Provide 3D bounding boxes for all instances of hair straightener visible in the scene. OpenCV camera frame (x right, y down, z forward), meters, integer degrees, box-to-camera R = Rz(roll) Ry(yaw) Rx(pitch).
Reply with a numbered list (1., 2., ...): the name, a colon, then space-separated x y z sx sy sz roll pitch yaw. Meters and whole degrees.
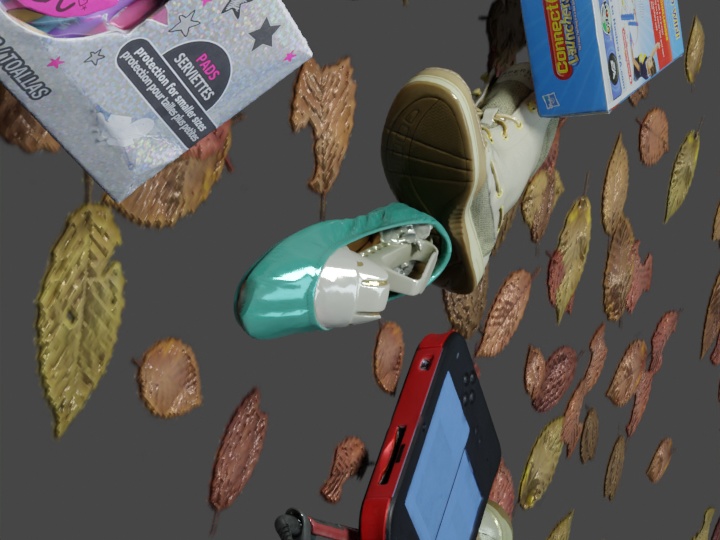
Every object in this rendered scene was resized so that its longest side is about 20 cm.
1. hair straightener: -0.023 0.214 1.148 0.200 0.040 0.078 37 71 -65

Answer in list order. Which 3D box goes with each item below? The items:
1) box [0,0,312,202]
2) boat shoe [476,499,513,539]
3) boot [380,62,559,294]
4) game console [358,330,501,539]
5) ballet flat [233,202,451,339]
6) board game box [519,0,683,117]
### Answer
1. box: -0.121 -0.146 0.658 0.114 0.133 0.200 -37 146 1
2. boat shoe: 0.085 0.292 1.363 0.063 0.073 0.203 -12 111 -51
3. boot: 0.084 -0.100 1.162 0.155 0.071 0.201 -56 152 -31
4. game console: 0.060 0.166 1.238 0.178 0.031 0.201 64 37 -42
5. ballet flat: 0.000 0.000 1.057 0.199 0.070 0.068 -27 127 -54
6. board game box: 0.173 -0.233 1.204 0.196 0.055 0.203 -35 118 -58
